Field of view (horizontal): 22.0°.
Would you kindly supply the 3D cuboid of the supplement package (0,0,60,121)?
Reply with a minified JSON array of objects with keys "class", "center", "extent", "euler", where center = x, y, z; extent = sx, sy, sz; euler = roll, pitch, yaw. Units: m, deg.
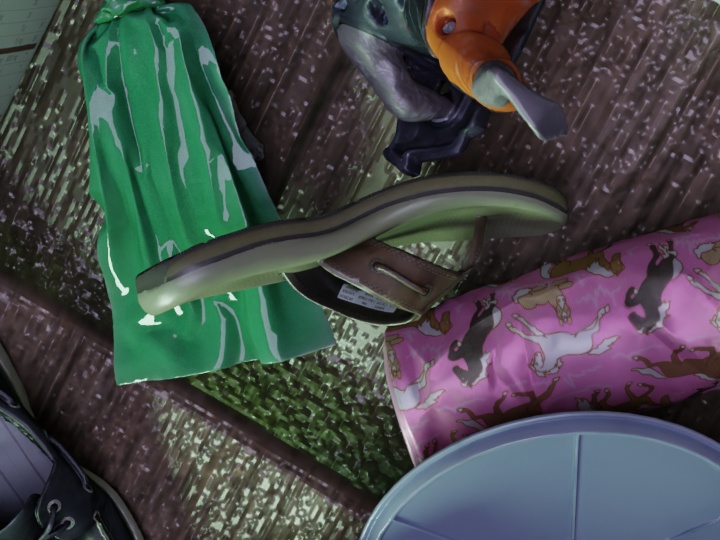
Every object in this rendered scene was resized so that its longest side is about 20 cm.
[{"class":"supplement package","center":[-0.226,-0.114,0.869],"extent":[0.117,0.117,0.201],"euler":[30,104,6]}]

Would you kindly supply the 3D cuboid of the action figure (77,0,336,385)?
[{"class":"action figure","center":[-0.087,-0.052,0.884],"extent":[0.117,0.055,0.201],"euler":[-11,102,16]}]

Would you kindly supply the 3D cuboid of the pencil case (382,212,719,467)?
[{"class":"pencil case","center":[0.108,0.035,0.845],"extent":[0.199,0.083,0.087],"euler":[-17,82,14]}]

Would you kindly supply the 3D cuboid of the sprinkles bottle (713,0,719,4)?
[{"class":"sprinkles bottle","center":[0.209,-0.124,0.801],"extent":[0.199,0.068,0.069],"euler":[29,105,5]}]

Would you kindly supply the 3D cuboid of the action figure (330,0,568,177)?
[{"class":"action figure","center":[0.051,-0.143,0.786],"extent":[0.104,0.193,0.201],"euler":[24,84,-33]}]

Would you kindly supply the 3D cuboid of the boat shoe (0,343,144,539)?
[{"class":"boat shoe","center":[-0.173,0.111,0.925],"extent":[0.074,0.066,0.200],"euler":[-28,94,15]}]

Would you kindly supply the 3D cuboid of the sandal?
[{"class":"sandal","center":[-0.001,0.000,0.835],"extent":[0.200,0.080,0.058],"euler":[-15,82,-14]}]

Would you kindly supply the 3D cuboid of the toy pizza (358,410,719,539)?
[{"class":"toy pizza","center":[0.096,0.134,0.858],"extent":[0.199,0.032,0.201],"euler":[-1,128,-1]}]
